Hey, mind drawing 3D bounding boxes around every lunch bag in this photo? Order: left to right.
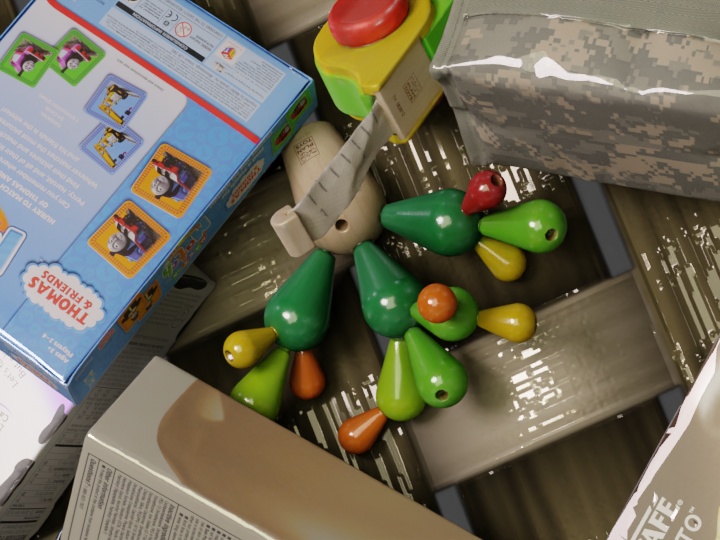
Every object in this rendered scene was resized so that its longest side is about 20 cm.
[{"bbox_3d":[0.145,-0.146,1.137,0.163,0.118,0.201,11,66,21],"label":"lunch bag"}]

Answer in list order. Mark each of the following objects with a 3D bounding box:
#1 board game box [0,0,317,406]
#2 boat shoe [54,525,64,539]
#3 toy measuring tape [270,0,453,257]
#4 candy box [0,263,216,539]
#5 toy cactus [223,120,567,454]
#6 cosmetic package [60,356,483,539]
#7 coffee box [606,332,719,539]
[{"bbox_3d":[-0.141,-0.054,1.210,0.151,0.037,0.200,34,74,17],"label":"board game box"},{"bbox_3d":[-0.162,0.220,1.207,0.084,0.069,0.201,-10,53,22],"label":"boat shoe"},{"bbox_3d":[-0.006,-0.083,1.183,0.073,0.074,0.200,22,55,19],"label":"toy measuring tape"},{"bbox_3d":[-0.205,0.034,1.274,0.168,0.071,0.200,39,98,17],"label":"candy box"},{"bbox_3d":[0.000,0.000,1.203,0.200,0.102,0.166,-38,65,22],"label":"toy cactus"},{"bbox_3d":[-0.043,0.140,1.174,0.199,0.071,0.106,29,133,9],"label":"cosmetic package"},{"bbox_3d":[0.200,0.100,1.123,0.114,0.080,0.201,31,96,19],"label":"coffee box"}]
